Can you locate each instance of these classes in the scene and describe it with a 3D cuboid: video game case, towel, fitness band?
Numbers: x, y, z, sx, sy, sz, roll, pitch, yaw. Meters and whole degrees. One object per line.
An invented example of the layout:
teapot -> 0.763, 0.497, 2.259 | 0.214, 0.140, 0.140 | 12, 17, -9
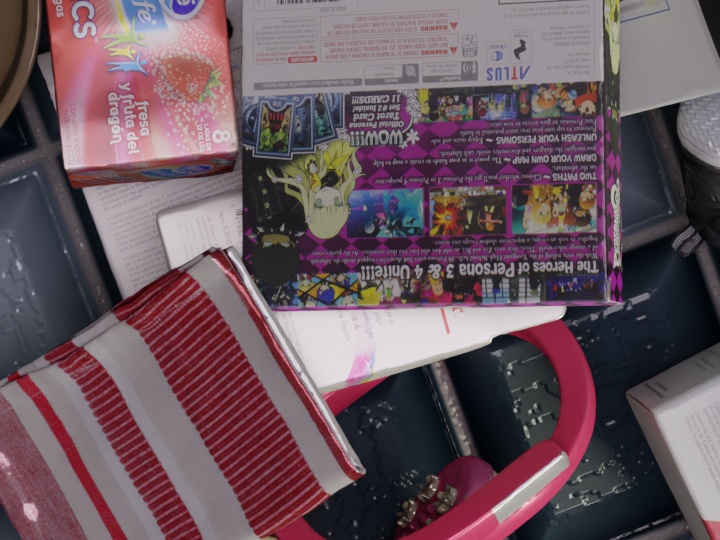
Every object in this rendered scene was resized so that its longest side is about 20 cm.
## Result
video game case -> 0.035, -0.071, 1.478 | 0.199, 0.036, 0.182 | -2, 86, 20
towel -> -0.110, 0.092, 1.519 | 0.200, 0.023, 0.144 | -32, 90, 26
fitness band -> 0.037, 0.092, 1.600 | 0.200, 0.037, 0.144 | -35, 56, -6

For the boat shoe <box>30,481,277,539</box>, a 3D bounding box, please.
boat shoe -> -0.103, 0.142, 1.618 | 0.199, 0.073, 0.063 | 31, 86, -19

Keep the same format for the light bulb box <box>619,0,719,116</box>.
light bulb box -> 0.223, -0.179, 1.511 | 0.198, 0.199, 0.125 | -29, 102, -40

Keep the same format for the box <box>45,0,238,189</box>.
box -> -0.121, -0.150, 1.547 | 0.094, 0.103, 0.201 | -6, 86, -5

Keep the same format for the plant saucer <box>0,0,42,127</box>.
plant saucer -> -0.261, -0.145, 1.556 | 0.199, 0.029, 0.201 | 2, 100, 14

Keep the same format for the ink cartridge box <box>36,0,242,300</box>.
ink cartridge box -> -0.072, -0.051, 1.615 | 0.160, 0.050, 0.201 | -21, 85, -3

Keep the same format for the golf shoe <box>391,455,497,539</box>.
golf shoe -> 0.044, 0.202, 1.642 | 0.091, 0.075, 0.201 | 21, 101, -17

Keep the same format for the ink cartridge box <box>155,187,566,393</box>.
ink cartridge box -> 0.000, 0.000, 1.557 | 0.199, 0.067, 0.118 | -15, 87, -2

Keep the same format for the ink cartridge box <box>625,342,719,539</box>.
ink cartridge box -> 0.274, 0.092, 1.642 | 0.199, 0.083, 0.146 | -27, 98, -3

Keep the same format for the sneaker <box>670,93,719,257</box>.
sneaker -> 0.248, -0.073, 1.628 | 0.199, 0.075, 0.114 | -23, 141, -31
